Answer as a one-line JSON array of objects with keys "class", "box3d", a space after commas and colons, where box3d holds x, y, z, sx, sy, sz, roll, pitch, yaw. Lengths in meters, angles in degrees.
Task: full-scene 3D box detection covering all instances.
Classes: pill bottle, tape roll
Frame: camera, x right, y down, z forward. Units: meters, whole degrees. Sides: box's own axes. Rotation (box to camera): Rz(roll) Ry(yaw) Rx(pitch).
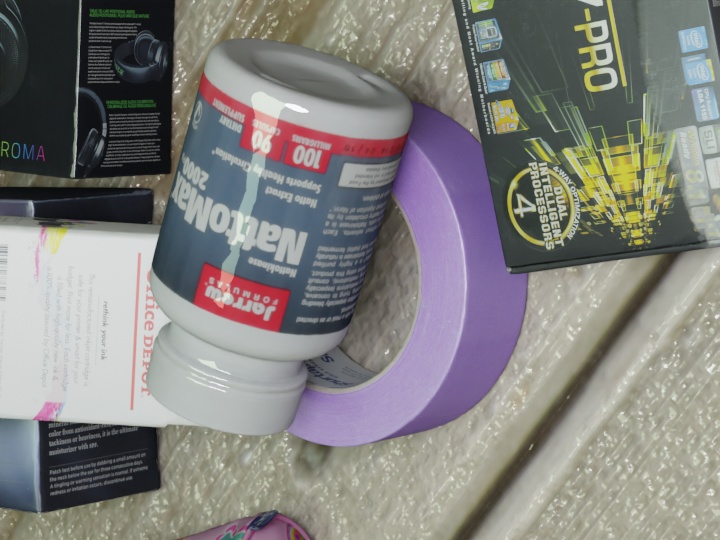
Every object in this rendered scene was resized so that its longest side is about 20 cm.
[{"class": "pill bottle", "box3d": [-0.053, -0.016, 1.318, 0.119, 0.119, 0.202, 28, 111, 33]}, {"class": "tape roll", "box3d": [0.000, 0.000, 1.394, 0.199, 0.065, 0.202, 4, 97, 37]}]

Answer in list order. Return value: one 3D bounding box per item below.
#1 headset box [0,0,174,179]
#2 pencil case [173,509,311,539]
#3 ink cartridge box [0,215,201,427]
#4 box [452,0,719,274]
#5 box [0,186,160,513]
[{"class": "headset box", "box3d": [-0.211, -0.167, 1.526, 0.173, 0.092, 0.202, 9, 99, 37]}, {"class": "pencil case", "box3d": [-0.113, 0.212, 1.491, 0.199, 0.087, 0.088, -21, 82, 38]}, {"class": "ink cartridge box", "box3d": [-0.169, 0.030, 1.417, 0.198, 0.068, 0.116, 4, 96, -3]}, {"class": "box", "box3d": [0.135, -0.107, 1.278, 0.160, 0.049, 0.202, -7, 97, 36]}, {"class": "box", "box3d": [-0.244, 0.046, 1.555, 0.199, 0.123, 0.200, 2, 94, 37]}]
